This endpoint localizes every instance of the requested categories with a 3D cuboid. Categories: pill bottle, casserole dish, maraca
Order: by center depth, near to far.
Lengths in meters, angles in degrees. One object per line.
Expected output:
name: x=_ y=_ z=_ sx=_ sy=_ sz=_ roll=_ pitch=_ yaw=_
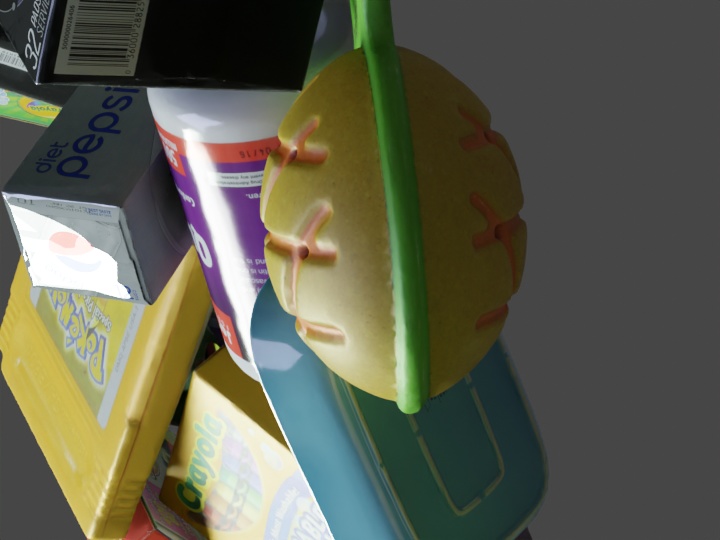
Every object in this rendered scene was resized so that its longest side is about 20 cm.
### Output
maraca: x=0.011 y=-0.040 z=1.162 sx=0.137 sy=0.107 sz=0.200 roll=101 pitch=163 yaw=-70
casserole dish: x=0.025 y=0.060 z=1.263 sx=0.039 sy=0.121 sz=0.200 roll=2 pitch=123 yaw=48
pill bottle: x=-0.023 y=-0.023 z=1.322 sx=0.112 sy=0.112 sz=0.200 roll=-129 pitch=20 yaw=-57

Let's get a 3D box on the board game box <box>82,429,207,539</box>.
board game box: x=-0.101 y=0.155 z=1.675 sx=0.200 sy=0.040 sz=0.153 roll=42 pitch=-168 yaw=-43

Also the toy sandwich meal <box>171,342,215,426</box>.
toy sandwich meal: x=-0.116 y=-0.008 z=1.668 sx=0.205 sy=0.070 sz=0.205 roll=50 pitch=149 yaw=46

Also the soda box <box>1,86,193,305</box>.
soda box: x=-0.094 y=-0.073 z=1.379 sx=0.068 sy=0.200 sz=0.063 roll=8 pitch=134 yaw=24

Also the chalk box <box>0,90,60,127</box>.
chalk box: x=-0.219 y=-0.176 z=1.831 sx=0.200 sy=0.124 sz=0.124 roll=85 pitch=-160 yaw=-56

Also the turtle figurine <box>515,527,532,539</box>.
turtle figurine: x=0.076 y=0.213 z=1.350 sx=0.150 sy=0.101 sz=0.200 roll=112 pitch=152 yaw=-54

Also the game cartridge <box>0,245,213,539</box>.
game cartridge: x=-0.142 y=0.018 z=1.564 sx=0.176 sy=0.032 sz=0.200 roll=55 pitch=131 yaw=46

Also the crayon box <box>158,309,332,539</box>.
crayon box: x=-0.036 y=0.118 z=1.541 sx=0.200 sy=0.052 sz=0.126 roll=38 pitch=143 yaw=16

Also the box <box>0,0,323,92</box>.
box: x=-0.098 y=-0.186 z=1.214 sx=0.200 sy=0.124 sz=0.149 roll=-124 pitch=42 yaw=-50

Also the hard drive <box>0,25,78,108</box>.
hard drive: x=-0.169 y=-0.162 z=1.573 sx=0.200 sy=0.140 sz=0.038 roll=-98 pitch=31 yaw=-49
